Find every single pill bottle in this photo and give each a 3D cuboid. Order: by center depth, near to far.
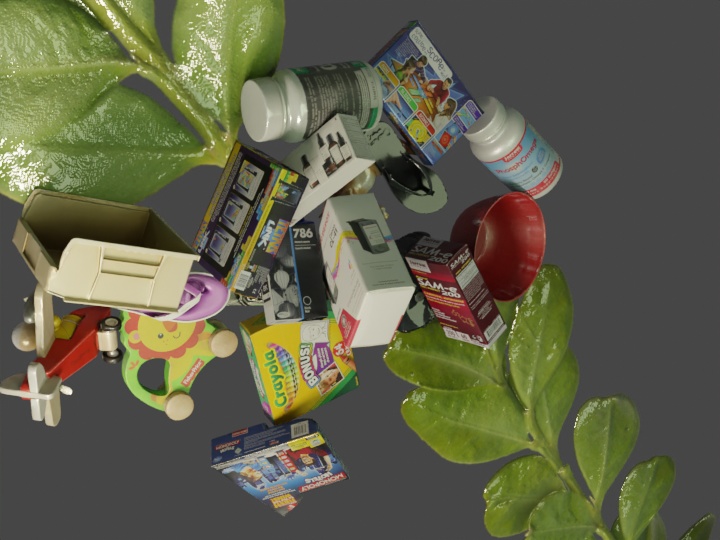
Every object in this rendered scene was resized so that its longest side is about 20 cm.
[{"bbox_3d":[-0.075,-0.259,1.623,0.200,0.113,0.113,-13,117,-29],"label":"pill bottle"},{"bbox_3d":[0.264,-0.219,1.861,0.200,0.109,0.109,37,89,-38],"label":"pill bottle"}]

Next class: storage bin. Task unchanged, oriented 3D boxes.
[{"bbox_3d":[-0.365,-0.029,1.486,0.198,0.200,0.094,9,108,-35],"label":"storage bin"}]

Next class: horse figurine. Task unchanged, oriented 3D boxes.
[{"bbox_3d":[0.018,-0.150,1.773,0.133,0.050,0.200,32,93,-43],"label":"horse figurine"}]

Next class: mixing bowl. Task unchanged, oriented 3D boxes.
[{"bbox_3d":[0.234,-0.050,1.905,0.200,0.108,0.200,-12,109,-41],"label":"mixing bowl"}]

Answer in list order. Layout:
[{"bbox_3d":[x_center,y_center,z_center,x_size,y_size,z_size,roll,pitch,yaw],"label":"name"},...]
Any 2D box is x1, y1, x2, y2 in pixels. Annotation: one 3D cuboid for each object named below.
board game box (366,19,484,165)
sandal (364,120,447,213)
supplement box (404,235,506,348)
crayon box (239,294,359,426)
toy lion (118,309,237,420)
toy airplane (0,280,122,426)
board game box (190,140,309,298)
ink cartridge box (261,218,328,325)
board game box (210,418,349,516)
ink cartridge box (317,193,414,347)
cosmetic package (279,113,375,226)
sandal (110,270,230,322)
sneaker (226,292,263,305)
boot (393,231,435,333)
[{"bbox_3d":[0.101,-0.292,1.737,0.135,0.034,0.200,-46,115,-13],"label":"board game box"},{"bbox_3d":[0.072,-0.162,1.736,0.076,0.043,0.200,-48,118,-1],"label":"sandal"},{"bbox_3d":[0.167,0.038,1.834,0.061,0.109,0.200,-46,125,-25],"label":"supplement box"},{"bbox_3d":[-0.103,0.149,1.821,0.172,0.058,0.200,-25,122,-21],"label":"crayon box"},{"bbox_3d":[-0.310,0.114,1.676,0.192,0.069,0.200,35,89,-31],"label":"toy lion"},{"bbox_3d":[-0.457,0.122,1.532,0.200,0.141,0.199,-66,161,-8],"label":"toy airplane"},{"bbox_3d":[-0.174,-0.080,1.606,0.057,0.165,0.200,19,100,-36],"label":"board game box"},{"bbox_3d":[-0.115,-0.015,1.687,0.099,0.039,0.200,-4,77,-30],"label":"ink cartridge box"},{"bbox_3d":[-0.130,0.346,1.850,0.200,0.062,0.200,-18,134,10],"label":"board game box"},{"bbox_3d":[0.000,0.000,1.673,0.086,0.200,0.148,-7,142,-22],"label":"ink cartridge box"},{"bbox_3d":[-0.074,-0.152,1.618,0.200,0.083,0.051,-35,156,34],"label":"cosmetic package"},{"bbox_3d":[-0.296,0.043,1.612,0.202,0.050,0.083,1,99,-22],"label":"sandal"},{"bbox_3d":[-0.156,0.023,1.715,0.200,0.085,0.078,-8,115,-29],"label":"sneaker"},{"bbox_3d":[0.059,0.041,1.866,0.200,0.076,0.168,-26,119,-28],"label":"boot"}]
